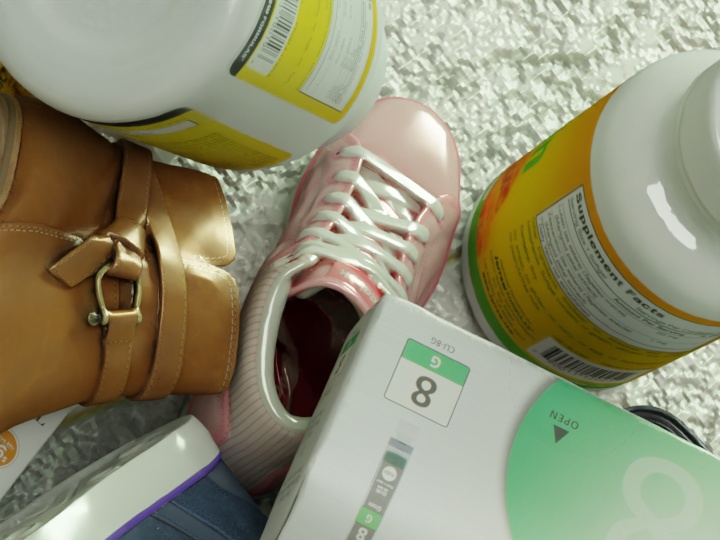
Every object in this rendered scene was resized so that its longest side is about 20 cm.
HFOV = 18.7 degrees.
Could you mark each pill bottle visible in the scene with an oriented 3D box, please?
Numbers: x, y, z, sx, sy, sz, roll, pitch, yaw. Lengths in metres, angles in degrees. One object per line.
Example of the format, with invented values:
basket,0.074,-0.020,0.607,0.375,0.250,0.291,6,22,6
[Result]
pill bottle,-0.056,-0.099,0.838,0.112,0.200,0.112,-2,84,17
pill bottle,0.130,-0.024,0.897,0.111,0.200,0.111,6,72,-20

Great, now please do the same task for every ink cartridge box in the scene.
ink cartridge box,0.038,0.129,0.778,0.161,0.050,0.200,27,63,-6

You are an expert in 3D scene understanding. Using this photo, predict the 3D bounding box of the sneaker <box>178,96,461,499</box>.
sneaker,0.000,0.000,0.892,0.075,0.105,0.200,34,64,-8

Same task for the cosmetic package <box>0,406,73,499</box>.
cosmetic package,-0.205,0.012,0.835,0.200,0.051,0.083,39,65,-7

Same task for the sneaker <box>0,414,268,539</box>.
sneaker,-0.094,0.159,0.804,0.200,0.081,0.147,-34,99,-39

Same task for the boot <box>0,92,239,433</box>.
boot,-0.119,0.035,0.797,0.155,0.077,0.200,16,63,-39

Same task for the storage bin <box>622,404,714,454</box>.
storage bin,0.083,0.168,0.861,0.135,0.094,0.200,44,65,-4

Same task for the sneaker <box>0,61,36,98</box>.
sneaker,-0.147,-0.044,0.861,0.200,0.077,0.073,42,63,-10
